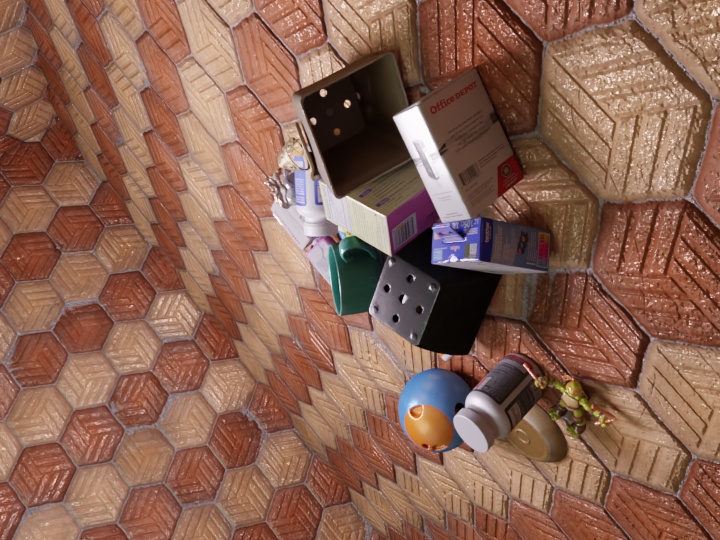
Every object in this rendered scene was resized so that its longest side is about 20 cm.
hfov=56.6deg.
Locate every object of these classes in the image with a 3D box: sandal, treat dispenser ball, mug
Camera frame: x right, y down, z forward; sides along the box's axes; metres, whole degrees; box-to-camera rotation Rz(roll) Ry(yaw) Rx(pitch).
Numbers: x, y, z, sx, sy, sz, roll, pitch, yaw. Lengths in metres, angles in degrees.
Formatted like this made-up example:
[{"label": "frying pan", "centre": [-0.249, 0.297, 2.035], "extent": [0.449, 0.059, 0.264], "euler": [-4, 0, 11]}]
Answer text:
[{"label": "sandal", "centre": [-0.130, -0.220, 1.336], "extent": [0.212, 0.068, 0.079], "euler": [64, -174, -78]}, {"label": "treat dispenser ball", "centre": [0.192, 0.349, 1.671], "extent": [0.200, 0.200, 0.203], "euler": [38, 151, 26]}, {"label": "mug", "centre": [0.001, 0.011, 1.407], "extent": [0.185, 0.111, 0.157], "euler": [158, 104, -80]}]

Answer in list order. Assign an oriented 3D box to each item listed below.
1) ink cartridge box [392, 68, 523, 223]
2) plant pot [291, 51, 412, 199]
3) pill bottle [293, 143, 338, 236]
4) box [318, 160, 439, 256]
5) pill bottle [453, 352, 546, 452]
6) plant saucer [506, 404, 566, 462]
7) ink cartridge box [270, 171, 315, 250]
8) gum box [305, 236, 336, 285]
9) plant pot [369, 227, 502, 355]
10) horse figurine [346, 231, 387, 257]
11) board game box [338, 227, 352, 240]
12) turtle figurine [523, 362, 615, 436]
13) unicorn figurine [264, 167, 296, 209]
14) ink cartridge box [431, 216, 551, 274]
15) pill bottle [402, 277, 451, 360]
[{"label": "ink cartridge box", "centre": [0.163, -0.205, 1.104], "extent": [0.083, 0.143, 0.203], "euler": [-3, 118, 59]}, {"label": "plant pot", "centre": [-0.029, -0.290, 1.285], "extent": [0.177, 0.197, 0.203], "euler": [38, 154, 57]}, {"label": "pill bottle", "centre": [-0.094, -0.186, 1.523], "extent": [0.111, 0.110, 0.206], "euler": [14, 110, 52]}, {"label": "box", "centre": [0.048, -0.148, 1.332], "extent": [0.198, 0.175, 0.098], "euler": [31, 145, 37]}, {"label": "pill bottle", "centre": [0.293, 0.279, 1.414], "extent": [0.115, 0.199, 0.117], "euler": [38, 151, 26]}, {"label": "plant saucer", "centre": [0.388, 0.377, 1.563], "extent": [0.199, 0.035, 0.203], "euler": [40, 151, 27]}, {"label": "ink cartridge box", "centre": [-0.145, -0.163, 1.743], "extent": [0.147, 0.084, 0.200], "euler": [52, 155, 2]}, {"label": "gum box", "centre": [-0.057, -0.003, 1.729], "extent": [0.201, 0.066, 0.114], "euler": [50, -171, -7]}, {"label": "plant pot", "centre": [0.131, 0.049, 1.334], "extent": [0.198, 0.175, 0.204], "euler": [33, 114, 32]}, {"label": "horse figurine", "centre": [0.030, -0.021, 1.524], "extent": [0.199, 0.049, 0.135], "euler": [39, 117, 37]}, {"label": "board game box", "centre": [0.027, -0.067, 1.614], "extent": [0.198, 0.047, 0.154], "euler": [18, 137, 51]}, {"label": "turtle figurine", "centre": [0.415, 0.256, 1.338], "extent": [0.197, 0.065, 0.163], "euler": [28, 153, 27]}, {"label": "unicorn figurine", "centre": [-0.122, -0.209, 1.619], "extent": [0.140, 0.196, 0.074], "euler": [64, -177, 4]}, {"label": "ink cartridge box", "centre": [0.214, -0.042, 1.160], "extent": [0.135, 0.196, 0.079], "euler": [-3, 83, 58]}, {"label": "pill bottle", "centre": [0.164, 0.093, 1.503], "extent": [0.200, 0.112, 0.114], "euler": [47, 154, 12]}]
